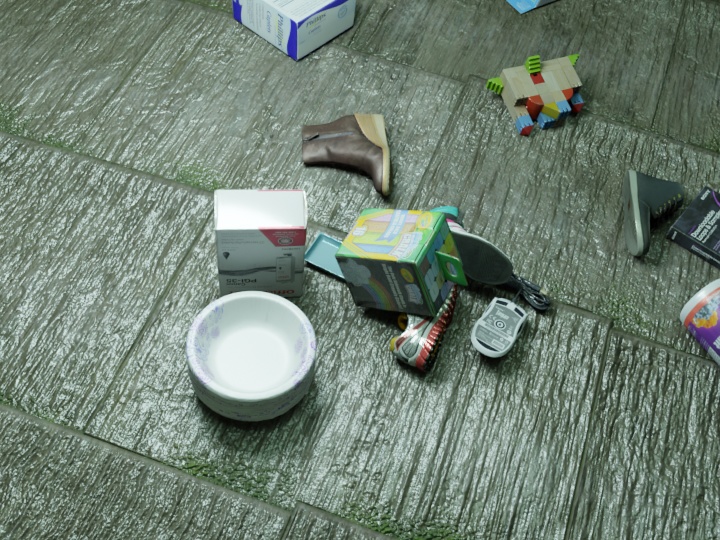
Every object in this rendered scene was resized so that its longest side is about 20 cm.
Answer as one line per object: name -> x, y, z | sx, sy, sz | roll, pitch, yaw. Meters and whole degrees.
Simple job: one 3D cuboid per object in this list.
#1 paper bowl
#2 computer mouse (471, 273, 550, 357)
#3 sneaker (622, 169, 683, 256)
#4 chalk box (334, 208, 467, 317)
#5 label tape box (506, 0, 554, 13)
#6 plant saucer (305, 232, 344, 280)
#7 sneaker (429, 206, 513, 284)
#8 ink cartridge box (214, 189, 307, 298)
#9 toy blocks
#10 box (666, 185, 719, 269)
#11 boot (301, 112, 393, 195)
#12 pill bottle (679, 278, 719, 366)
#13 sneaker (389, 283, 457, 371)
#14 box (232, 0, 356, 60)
paper bowl -> -0.168, 0.140, 1.507 | 0.199, 0.105, 0.202 | 2, 51, -3
computer mouse -> 0.240, 0.081, 1.634 | 0.109, 0.044, 0.200 | 31, 50, 12
sneaker -> 0.544, -0.106, 1.784 | 0.105, 0.075, 0.201 | 7, 51, 3
chalk box -> 0.083, -0.014, 1.573 | 0.199, 0.125, 0.124 | 6, 47, 31
label tape box -> 0.408, -0.681, 2.225 | 0.199, 0.064, 0.144 | -25, 58, -23
plant saucer -> 0.000, 0.000, 1.687 | 0.199, 0.019, 0.070 | 24, 54, 14
sneaker -> 0.176, -0.048, 1.690 | 0.199, 0.084, 0.121 | 27, 25, 4
ink cartridge box -> -0.162, -0.040, 1.588 | 0.145, 0.201, 0.083 | -1, 56, -6
toy blocks -> 0.373, -0.350, 1.958 | 0.199, 0.100, 0.137 | -14, 66, -15
box -> 0.685, -0.059, 1.787 | 0.199, 0.036, 0.143 | 34, 57, 20
boot -> -0.026, -0.211, 1.832 | 0.165, 0.073, 0.201 | -9, 54, 3
pill bottle -> 0.632, 0.118, 1.596 | 0.111, 0.112, 0.200 | -22, 57, -21
sneaker -> 0.108, 0.069, 1.607 | 0.082, 0.078, 0.201 | 17, 50, 14
box -> -0.141, -0.567, 2.058 | 0.200, 0.105, 0.184 | 38, 58, 23
